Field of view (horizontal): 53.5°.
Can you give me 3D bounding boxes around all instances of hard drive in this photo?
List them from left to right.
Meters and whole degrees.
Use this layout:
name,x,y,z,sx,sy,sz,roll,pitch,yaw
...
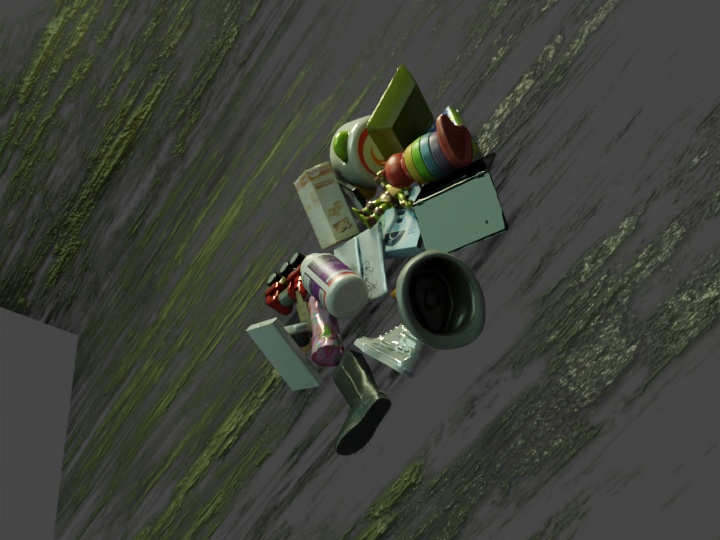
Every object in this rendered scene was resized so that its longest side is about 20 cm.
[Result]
name,x,y,z,sx,sy,sz,roll,pitch,yaw
hard drive,-0.188,0.211,1.776,0.132,0.200,0.026,-19,21,50

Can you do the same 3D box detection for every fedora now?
name,x,y,z,sx,sy,sz,roll,pitch,yaw
fedora,0.150,0.064,1.413,0.090,0.176,0.201,126,126,-71

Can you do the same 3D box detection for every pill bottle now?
name,x,y,z,sx,sy,sz,roll,pitch,yaw
pill bottle,-0.070,0.030,1.734,0.113,0.112,0.200,-59,37,6

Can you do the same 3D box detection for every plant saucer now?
name,x,y,z,sx,sy,sz,roll,pitch,yaw
plant saucer,0.113,-0.366,1.768,0.048,0.200,0.200,18,71,34

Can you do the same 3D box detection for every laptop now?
name,x,y,z,sx,sy,sz,roll,pitch,yaw
laptop,0.221,-0.140,1.547,0.187,0.116,0.200,-23,18,26

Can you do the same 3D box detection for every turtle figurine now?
name,x,y,z,sx,sy,sz,roll,pitch,yaw
turtle figurine,0.060,-0.175,1.720,0.161,0.064,0.200,-38,48,-4

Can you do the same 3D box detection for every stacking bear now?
name,x,y,z,sx,sy,sz,roll,pitch,yaw
stacking bear,0.140,-0.247,1.604,0.200,0.121,0.114,-22,67,36

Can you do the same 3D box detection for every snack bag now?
name,x,y,z,sx,sy,sz,roll,pitch,yaw
snack bag,0.000,0.000,1.754,0.200,0.021,0.189,-28,62,51

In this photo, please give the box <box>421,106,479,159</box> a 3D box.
name,x,y,z,sx,sy,sz,roll,pitch,yaw
box,0.205,-0.304,1.714,0.122,0.048,0.200,-46,35,27

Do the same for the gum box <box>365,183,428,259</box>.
name,x,y,z,sx,sy,sz,roll,pitch,yaw
gum box,0.109,-0.115,1.715,0.200,0.044,0.171,-8,60,54

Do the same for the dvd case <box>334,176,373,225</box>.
name,x,y,z,sx,sy,sz,roll,pitch,yaw
dvd case,-0.019,-0.179,1.874,0.018,0.143,0.200,-39,29,-7

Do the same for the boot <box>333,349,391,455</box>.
name,x,y,z,sx,sy,sz,roll,pitch,yaw
boot,-0.025,0.287,1.579,0.165,0.066,0.200,-49,34,6

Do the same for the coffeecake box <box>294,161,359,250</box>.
name,x,y,z,sx,sy,sz,roll,pitch,yaw
coffeecake box,-0.092,-0.168,1.890,0.073,0.201,0.153,-24,2,-17

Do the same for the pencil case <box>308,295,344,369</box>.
name,x,y,z,sx,sy,sz,roll,pitch,yaw
pencil case,-0.085,0.144,1.774,0.087,0.087,0.200,-44,35,29

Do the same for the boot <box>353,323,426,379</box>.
name,x,y,z,sx,sy,sz,roll,pitch,yaw
boot,0.070,0.159,1.546,0.200,0.073,0.096,22,79,52

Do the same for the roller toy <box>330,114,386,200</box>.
name,x,y,z,sx,sy,sz,roll,pitch,yaw
roller toy,0.020,-0.305,1.870,0.182,0.200,0.140,-45,22,-22

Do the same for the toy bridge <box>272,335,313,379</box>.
name,x,y,z,sx,sy,sz,roll,pitch,yaw
toy bridge,-0.168,0.227,1.855,0.200,0.027,0.067,-43,-6,29

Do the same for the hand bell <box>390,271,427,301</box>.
name,x,y,z,sx,sy,sz,roll,pitch,yaw
hand bell,0.112,0.055,1.562,0.104,0.104,0.200,-68,17,-9

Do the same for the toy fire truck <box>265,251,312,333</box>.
name,x,y,z,sx,sy,sz,roll,pitch,yaw
toy fire truck,-0.180,0.081,1.958,0.176,0.128,0.200,-37,28,37

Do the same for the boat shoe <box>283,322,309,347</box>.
name,x,y,z,sx,sy,sz,roll,pitch,yaw
boat shoe,-0.172,0.168,1.824,0.200,0.068,0.057,159,99,-74
